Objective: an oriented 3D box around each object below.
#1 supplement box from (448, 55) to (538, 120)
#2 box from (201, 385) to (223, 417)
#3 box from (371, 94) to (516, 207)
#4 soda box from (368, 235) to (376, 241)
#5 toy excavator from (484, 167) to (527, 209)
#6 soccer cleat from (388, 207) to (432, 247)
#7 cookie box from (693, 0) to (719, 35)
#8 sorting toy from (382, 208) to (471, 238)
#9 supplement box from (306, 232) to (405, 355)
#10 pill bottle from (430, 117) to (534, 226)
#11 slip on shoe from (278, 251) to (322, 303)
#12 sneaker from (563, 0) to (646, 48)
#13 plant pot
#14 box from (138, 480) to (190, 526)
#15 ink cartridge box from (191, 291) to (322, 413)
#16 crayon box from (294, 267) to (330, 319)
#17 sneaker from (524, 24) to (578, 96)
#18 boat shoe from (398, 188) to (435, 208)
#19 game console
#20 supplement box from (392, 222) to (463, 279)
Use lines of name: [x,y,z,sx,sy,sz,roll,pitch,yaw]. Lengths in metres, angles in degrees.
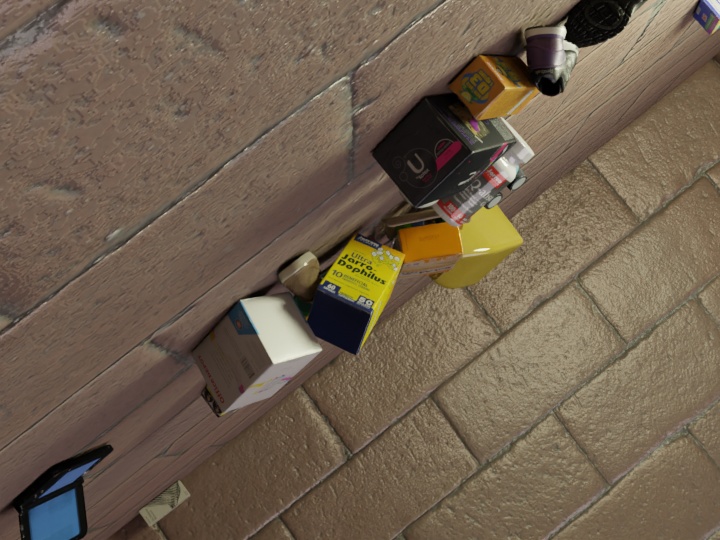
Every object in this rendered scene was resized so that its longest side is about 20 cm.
supplement box: [0.202,-0.269,1.263,0.069,0.067,0.200,-43,171,30]
box: [-0.299,0.263,1.945,0.050,0.075,0.200,-33,171,-35]
box: [0.128,-0.181,1.271,0.122,0.106,0.200,-44,170,30]
soda box: [0.000,0.000,1.861,0.068,0.064,0.200,-36,171,-20]
toy excavator: [0.231,-0.195,1.783,0.194,0.100,0.200,-39,158,9]
soccer cleat: [0.127,-0.082,1.949,0.086,0.070,0.200,-33,170,-38]
cookie box: [0.947,-0.701,2.163,0.200,0.075,0.171,-40,173,13]
sorting toy: [0.143,-0.097,1.793,0.184,0.037,0.200,-12,174,3]
supplement box: [-0.008,0.039,1.591,0.200,0.108,0.110,-58,170,-51]
pill bottle: [0.218,-0.185,1.616,0.200,0.116,0.116,-42,172,17]
slip on shoe: [-0.098,0.020,1.536,0.076,0.061,0.200,-37,172,-9]
sneaker: [0.399,-0.412,1.347,0.200,0.076,0.091,-35,-178,3]
plant pot: [0.231,-0.071,2.086,0.200,0.195,0.196,-20,161,-51]
box: [-0.792,0.943,3.494,0.200,0.082,0.068,-38,173,-18]
ink cartridge box: [-0.192,0.150,1.531,0.125,0.129,0.200,-11,154,-49]
crayon box: [-0.085,0.057,1.836,0.126,0.052,0.200,-35,170,-25]
sneaker: [0.282,-0.301,1.293,0.075,0.088,0.200,0,-179,23]
boat shoe: [0.138,-0.177,1.484,0.202,0.074,0.065,-37,167,-39]
game console: [-0.557,0.447,1.660,0.176,0.117,0.200,-40,172,13]
supplement box: [0.137,-0.039,1.812,0.125,0.074,0.200,-9,170,-3]
